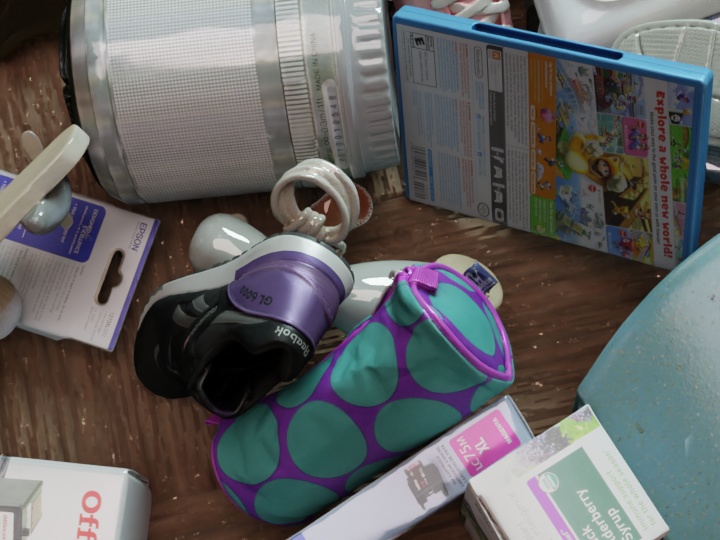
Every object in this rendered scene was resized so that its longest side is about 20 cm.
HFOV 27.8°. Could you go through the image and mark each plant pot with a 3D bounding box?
[{"bbox_3d":[0.237,0.079,0.861,0.200,0.196,0.197,-29,77,1],"label":"plant pot"}]

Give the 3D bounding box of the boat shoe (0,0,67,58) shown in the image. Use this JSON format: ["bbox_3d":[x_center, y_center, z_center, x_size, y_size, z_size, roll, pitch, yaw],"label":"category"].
[{"bbox_3d":[-0.254,-0.192,1.003,0.200,0.072,0.066,-17,46,10],"label":"boat shoe"}]

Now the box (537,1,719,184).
[{"bbox_3d":[0.195,-0.164,0.931,0.155,0.041,0.201,11,84,13],"label":"box"}]

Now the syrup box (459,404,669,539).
[{"bbox_3d":[0.110,0.144,0.835,0.081,0.200,0.079,-31,76,-6],"label":"syrup box"}]

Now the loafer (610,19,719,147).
[{"bbox_3d":[0.245,-0.101,0.862,0.199,0.063,0.072,16,93,29],"label":"loafer"}]

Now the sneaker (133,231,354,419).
[{"bbox_3d":[-0.090,0.049,0.867,0.076,0.200,0.088,37,51,-18],"label":"sneaker"}]

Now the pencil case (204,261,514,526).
[{"bbox_3d":[-0.002,0.075,0.866,0.200,0.085,0.092,-39,91,31],"label":"pencil case"}]

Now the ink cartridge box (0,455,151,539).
[{"bbox_3d":[-0.240,0.186,0.893,0.199,0.084,0.146,5,76,3],"label":"ink cartridge box"}]

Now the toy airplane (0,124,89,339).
[{"bbox_3d":[-0.255,0.008,0.878,0.199,0.141,0.200,-4,61,34],"label":"toy airplane"}]

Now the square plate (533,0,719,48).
[{"bbox_3d":[0.184,-0.251,0.911,0.197,0.028,0.201,-20,78,9],"label":"square plate"}]

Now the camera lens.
[{"bbox_3d":[-0.080,-0.128,0.925,0.199,0.160,0.161,-5,76,4],"label":"camera lens"}]

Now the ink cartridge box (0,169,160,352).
[{"bbox_3d":[-0.239,-0.016,0.970,0.199,0.037,0.095,17,78,8],"label":"ink cartridge box"}]

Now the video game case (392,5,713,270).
[{"bbox_3d":[0.115,-0.081,0.900,0.199,0.143,0.018,17,45,25],"label":"video game case"}]

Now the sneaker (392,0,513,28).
[{"bbox_3d":[0.067,-0.165,0.957,0.075,0.105,0.201,-20,83,-11],"label":"sneaker"}]

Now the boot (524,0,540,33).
[{"bbox_3d":[0.200,-0.228,0.994,0.199,0.068,0.131,-5,78,3],"label":"boot"}]

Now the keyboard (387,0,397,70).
[{"bbox_3d":[0.004,-0.239,1.028,0.127,0.021,0.201,25,77,7],"label":"keyboard"}]

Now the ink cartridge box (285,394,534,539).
[{"bbox_3d":[0.009,0.148,0.878,0.200,0.119,0.042,-31,82,-6],"label":"ink cartridge box"}]

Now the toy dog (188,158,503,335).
[{"bbox_3d":[0.000,0.000,0.926,0.200,0.096,0.132,40,121,-18],"label":"toy dog"}]
